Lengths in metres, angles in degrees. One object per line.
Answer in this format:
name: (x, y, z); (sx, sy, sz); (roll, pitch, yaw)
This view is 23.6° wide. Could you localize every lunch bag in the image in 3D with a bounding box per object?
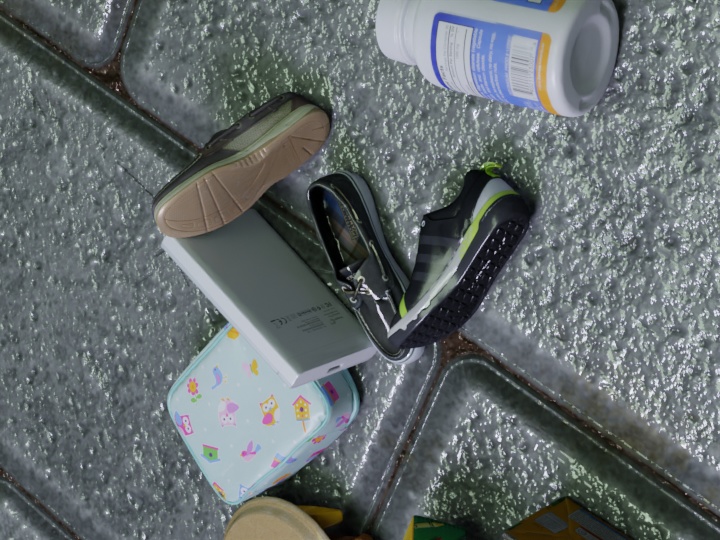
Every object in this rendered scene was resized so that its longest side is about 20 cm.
lunch bag: (-0.100, 0.126, 1.754); (0.200, 0.077, 0.161); (-44, 71, 33)

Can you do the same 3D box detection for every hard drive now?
hard drive: (-0.088, 0.024, 1.691); (0.200, 0.132, 0.027); (47, 125, 20)

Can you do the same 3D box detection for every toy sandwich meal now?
toy sandwich meal: (-0.059, 0.316, 1.768); (0.204, 0.070, 0.207); (14, 111, 40)

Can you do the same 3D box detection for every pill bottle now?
pill bottle: (0.116, -0.208, 1.516); (0.199, 0.112, 0.113); (18, 108, 33)

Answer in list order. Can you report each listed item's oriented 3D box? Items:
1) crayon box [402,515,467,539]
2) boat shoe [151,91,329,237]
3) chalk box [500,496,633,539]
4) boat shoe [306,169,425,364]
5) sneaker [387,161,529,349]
crayon box: (0.045, 0.349, 1.630); (0.058, 0.119, 0.201); (16, 116, -7)
boat shoe: (-0.123, -0.106, 1.685); (0.065, 0.199, 0.072); (44, 165, 39)
chalk box: (0.173, 0.332, 1.565); (0.124, 0.124, 0.201); (31, 116, 27)
boat shoe: (0.000, 0.000, 1.670); (0.068, 0.056, 0.201); (-27, 82, 36)
sneaker: (0.084, -0.014, 1.611); (0.200, 0.071, 0.083); (-53, 56, 24)
